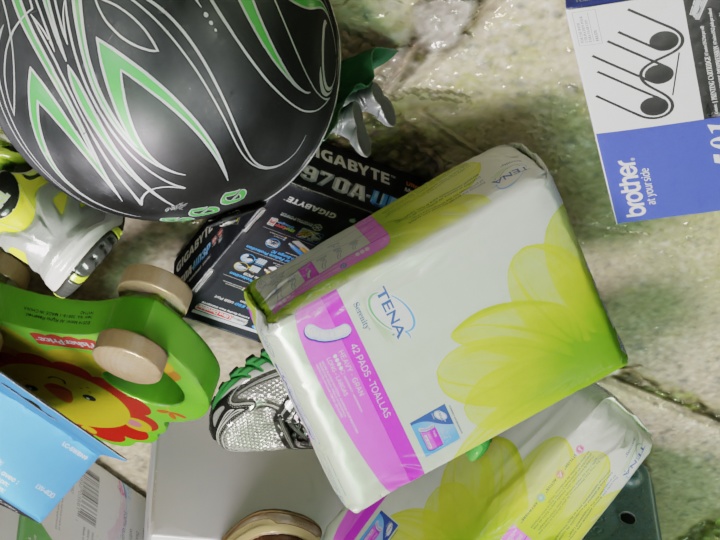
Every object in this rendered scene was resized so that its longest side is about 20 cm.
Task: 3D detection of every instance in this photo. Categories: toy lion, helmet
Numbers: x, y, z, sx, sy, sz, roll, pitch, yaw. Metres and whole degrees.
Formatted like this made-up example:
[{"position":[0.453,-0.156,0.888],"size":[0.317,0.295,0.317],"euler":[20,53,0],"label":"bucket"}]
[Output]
[{"position":[-0.180,0.065,1.529],"size":[0.198,0.069,0.192],"euler":[5,151,26],"label":"toy lion"},{"position":[-0.114,-0.129,1.212],"size":[0.199,0.202,0.190],"euler":[-18,156,23],"label":"helmet"}]

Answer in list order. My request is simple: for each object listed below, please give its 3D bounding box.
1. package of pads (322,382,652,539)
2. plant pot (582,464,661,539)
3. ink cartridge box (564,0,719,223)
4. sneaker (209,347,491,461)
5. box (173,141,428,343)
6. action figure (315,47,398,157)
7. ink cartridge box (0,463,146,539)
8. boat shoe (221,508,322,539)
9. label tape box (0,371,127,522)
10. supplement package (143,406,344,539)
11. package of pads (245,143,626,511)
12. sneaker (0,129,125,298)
[{"position":[0.083,0.145,1.513],"size":[0.068,0.154,0.200],"euler":[40,87,-34],"label":"package of pads"},{"position":[0.138,0.239,1.689],"size":[0.194,0.197,0.201],"euler":[8,132,-9],"label":"plant pot"},{"position":[0.179,-0.109,1.338],"size":[0.093,0.045,0.201],"euler":[-7,143,11],"label":"ink cartridge box"},{"position":[-0.006,0.093,1.497],"size":[0.198,0.086,0.078],"euler":[-9,143,15],"label":"sneaker"},{"position":[0.000,0.000,1.482],"size":[0.199,0.046,0.159],"euler":[19,139,-23],"label":"box"},{"position":[-0.078,-0.074,1.353],"size":[0.199,0.118,0.055],"euler":[-11,110,30],"label":"action figure"},{"position":[-0.212,0.228,1.702],"size":[0.087,0.146,0.200],"euler":[-23,137,29],"label":"ink cartridge box"},{"position":[-0.092,0.239,1.585],"size":[0.072,0.068,0.200],"euler":[20,137,-22],"label":"boat shoe"},{"position":[-0.261,0.100,1.505],"size":[0.144,0.064,0.199],"euler":[38,166,-27],"label":"label tape box"},{"position":[-0.056,0.179,1.659],"size":[0.198,0.118,0.117],"euler":[5,143,-6],"label":"supplement package"},{"position":[0.045,0.031,1.393],"size":[0.199,0.068,0.155],"euler":[-28,118,-6],"label":"package of pads"},{"position":[-0.182,-0.058,1.312],"size":[0.076,0.200,0.075],"euler":[40,96,-22],"label":"sneaker"}]
